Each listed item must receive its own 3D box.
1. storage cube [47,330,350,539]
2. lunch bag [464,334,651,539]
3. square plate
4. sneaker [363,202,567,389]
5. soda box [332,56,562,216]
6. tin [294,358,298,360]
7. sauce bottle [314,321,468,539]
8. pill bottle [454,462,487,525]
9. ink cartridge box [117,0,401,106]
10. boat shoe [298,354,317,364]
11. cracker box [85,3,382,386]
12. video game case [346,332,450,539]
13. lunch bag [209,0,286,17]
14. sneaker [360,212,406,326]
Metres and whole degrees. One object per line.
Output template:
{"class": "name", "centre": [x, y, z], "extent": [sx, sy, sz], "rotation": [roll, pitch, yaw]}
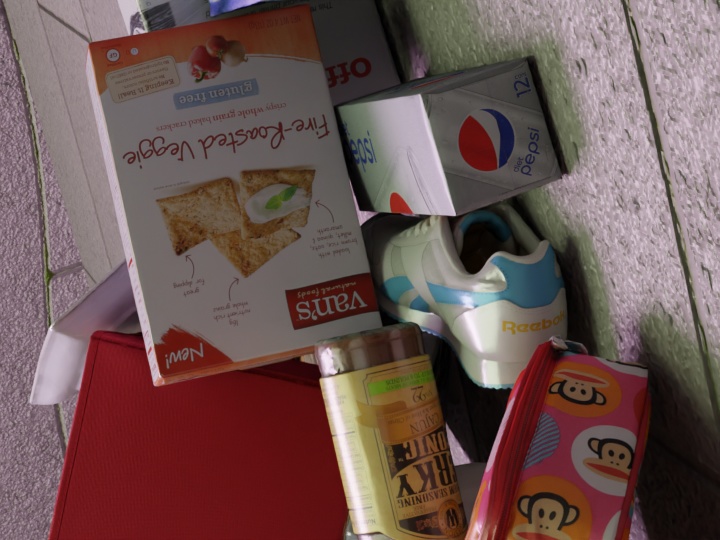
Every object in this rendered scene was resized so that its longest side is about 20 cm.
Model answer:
{"class": "storage cube", "centre": [-0.082, 0.143, 1.269], "extent": [0.171, 0.179, 0.201], "rotation": [11, -90, -81]}
{"class": "lunch bag", "centre": [0.098, 0.139, 1.011], "extent": [0.176, 0.082, 0.200], "rotation": [-65, -14, -51]}
{"class": "square plate", "centre": [-0.135, 0.009, 1.341], "extent": [0.028, 0.198, 0.200], "rotation": [47, 159, 4]}
{"class": "sneaker", "centre": [0.060, -0.004, 1.128], "extent": [0.200, 0.076, 0.081], "rotation": [-145, 47, -59]}
{"class": "soda box", "centre": [0.042, -0.071, 1.104], "extent": [0.200, 0.063, 0.068], "rotation": [-169, 61, -75]}
{"class": "tin", "centre": [-0.060, 0.064, 1.573], "extent": [0.200, 0.042, 0.112], "rotation": [-47, -58, -82]}
{"class": "sauce bottle", "centre": [0.026, 0.130, 1.104], "extent": [0.065, 0.065, 0.201], "rotation": [160, 96, -76]}
{"class": "pill bottle", "centre": [0.073, 0.217, 1.263], "extent": [0.200, 0.112, 0.112], "rotation": [91, 157, -53]}
{"class": "ink cartridge box", "centre": [-0.077, -0.181, 1.254], "extent": [0.084, 0.144, 0.201], "rotation": [169, 84, -77]}
{"class": "boat shoe", "centre": [-0.008, 0.072, 1.488], "extent": [0.200, 0.069, 0.074], "rotation": [-93, -10, -47]}
{"class": "cracker box", "centre": [-0.075, -0.044, 1.168], "extent": [0.058, 0.134, 0.201], "rotation": [141, 116, -78]}
{"class": "video game case", "centre": [0.025, 0.131, 1.284], "extent": [0.183, 0.022, 0.200], "rotation": [90, -165, -53]}
{"class": "lunch bag", "centre": [-0.043, -0.234, 1.103], "extent": [0.200, 0.124, 0.170], "rotation": [-151, 44, -81]}
{"class": "sneaker", "centre": [0.000, 0.000, 1.350], "extent": [0.200, 0.075, 0.116], "rotation": [89, 160, -54]}
